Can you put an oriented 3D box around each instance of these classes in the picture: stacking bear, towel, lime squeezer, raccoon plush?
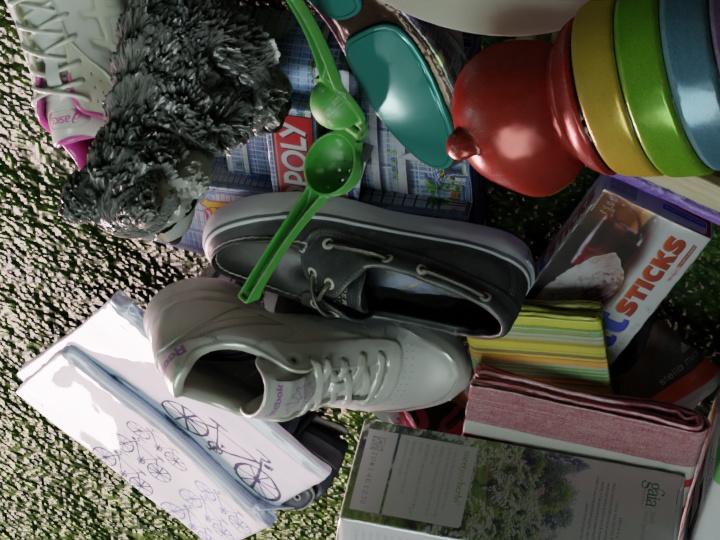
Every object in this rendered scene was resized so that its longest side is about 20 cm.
[{"bbox_3d":[0.142,-0.091,1.285,0.200,0.121,0.114,-13,126,23],"label":"stacking bear"},{"bbox_3d":[0.116,0.090,1.565,0.086,0.018,0.200,5,137,17],"label":"towel"},{"bbox_3d":[-0.028,-0.077,1.424,0.071,0.038,0.200,-8,128,-24],"label":"lime squeezer"},{"bbox_3d":[0.128,0.137,1.583,0.144,0.023,0.200,13,140,4],"label":"towel"},{"bbox_3d":[-0.130,-0.111,1.407,0.097,0.134,0.200,-19,105,47],"label":"raccoon plush"}]

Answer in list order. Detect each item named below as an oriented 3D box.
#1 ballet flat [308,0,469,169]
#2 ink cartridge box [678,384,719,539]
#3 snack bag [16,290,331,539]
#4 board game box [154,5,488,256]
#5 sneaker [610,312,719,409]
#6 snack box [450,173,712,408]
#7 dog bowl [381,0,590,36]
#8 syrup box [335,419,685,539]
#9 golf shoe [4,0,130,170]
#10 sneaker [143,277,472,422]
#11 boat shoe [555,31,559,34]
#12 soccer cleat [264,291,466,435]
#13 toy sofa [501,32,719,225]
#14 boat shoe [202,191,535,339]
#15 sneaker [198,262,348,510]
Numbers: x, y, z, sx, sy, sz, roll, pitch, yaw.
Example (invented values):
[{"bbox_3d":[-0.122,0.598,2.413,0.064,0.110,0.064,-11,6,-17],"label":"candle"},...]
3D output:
[{"bbox_3d":[0.010,-0.149,1.399,0.200,0.071,0.069,50,145,-19],"label":"ballet flat"},{"bbox_3d":[0.252,0.115,1.556,0.084,0.145,0.200,15,140,4],"label":"ink cartridge box"},{"bbox_3d":[-0.123,0.104,1.666,0.189,0.021,0.200,41,150,-9],"label":"snack bag"},{"bbox_3d":[-0.028,-0.061,1.524,0.200,0.062,0.200,7,139,12],"label":"board game box"},{"bbox_3d":[0.144,0.080,1.633,0.200,0.077,0.082,-36,90,43],"label":"sneaker"},{"bbox_3d":[0.129,0.024,1.533,0.072,0.024,0.200,24,131,-11],"label":"snack box"},{"bbox_3d":[0.066,-0.217,1.299,0.200,0.079,0.200,10,139,9],"label":"dog bowl"},{"bbox_3d":[0.090,0.158,1.541,0.200,0.079,0.081,10,140,6],"label":"syrup box"},{"bbox_3d":[-0.163,-0.127,1.475,0.075,0.092,0.200,-8,132,30],"label":"golf shoe"},{"bbox_3d":[-0.030,0.064,1.523,0.200,0.100,0.075,7,120,-13],"label":"sneaker"},{"bbox_3d":[0.201,-0.129,1.354,0.200,0.072,0.071,-3,131,20],"label":"boat shoe"},{"bbox_3d":[0.022,0.059,1.634,0.200,0.086,0.070,40,91,-16],"label":"soccer cleat"},{"bbox_3d":[0.164,-0.066,1.428,0.200,0.083,0.098,23,139,-9],"label":"toy sofa"},{"bbox_3d":[0.000,0.000,1.490,0.200,0.057,0.069,6,139,13],"label":"boat shoe"},{"bbox_3d":[-0.067,0.078,1.670,0.146,0.077,0.202,31,149,1],"label":"sneaker"}]
